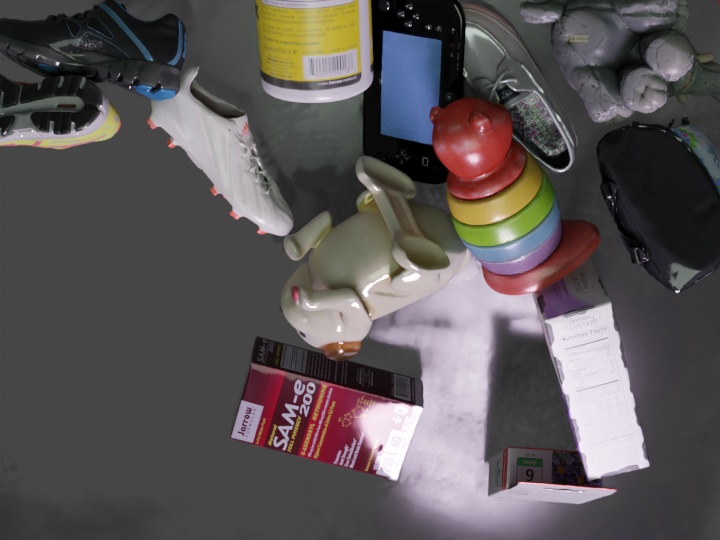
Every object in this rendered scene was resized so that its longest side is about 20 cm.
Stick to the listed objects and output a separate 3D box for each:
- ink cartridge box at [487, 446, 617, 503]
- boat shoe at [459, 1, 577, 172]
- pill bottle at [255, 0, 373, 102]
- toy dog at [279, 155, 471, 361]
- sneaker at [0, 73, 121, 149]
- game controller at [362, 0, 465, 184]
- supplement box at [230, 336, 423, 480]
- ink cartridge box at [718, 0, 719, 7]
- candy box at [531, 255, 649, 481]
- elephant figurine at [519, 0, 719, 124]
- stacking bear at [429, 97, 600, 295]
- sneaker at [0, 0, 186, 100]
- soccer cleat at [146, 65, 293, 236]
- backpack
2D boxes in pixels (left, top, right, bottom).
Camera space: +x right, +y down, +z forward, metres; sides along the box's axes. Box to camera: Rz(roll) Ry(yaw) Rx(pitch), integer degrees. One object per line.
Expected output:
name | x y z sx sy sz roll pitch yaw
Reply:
ink cartridge box | 0.208 0.223 1.373 0.108 0.200 0.051 5 75 -2
boat shoe | 0.146 -0.176 1.232 0.072 0.069 0.200 -31 112 16
pill bottle | -0.045 -0.268 1.165 0.110 0.112 0.201 -1 117 1
toy dog | 0.000 0.000 1.290 0.200 0.193 0.140 -40 67 28
sneaker | -0.331 -0.153 1.250 0.198 0.090 0.079 8 85 18
game controller | 0.052 -0.182 1.228 0.104 0.042 0.201 20 126 28
supplement box | -0.038 0.157 1.409 0.198 0.061 0.109 15 117 -6
ink cartridge box | 0.424 -0.296 1.182 0.175 0.045 0.201 -23 114 11
candy box | 0.235 0.086 1.309 0.071 0.168 0.201 -16 115 7
elephant figurine | 0.267 -0.207 1.195 0.141 0.200 0.156 -19 91 27
stacking bear | 0.134 -0.083 1.217 0.114 0.121 0.201 -45 127 -18
sneaker | -0.265 -0.225 1.225 0.198 0.073 0.083 12 83 3
soccer cleat | -0.129 -0.118 1.269 0.077 0.069 0.200 -39 107 15
backpack | 0.304 -0.068 1.216 0.153 0.200 0.164 -27 83 1
